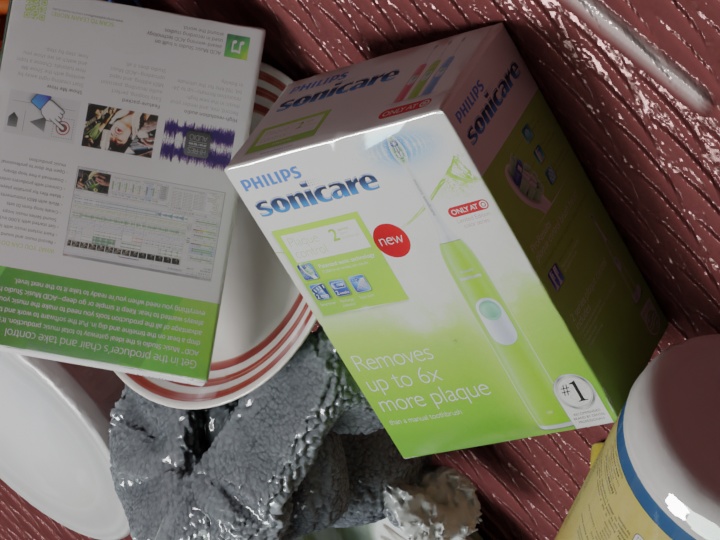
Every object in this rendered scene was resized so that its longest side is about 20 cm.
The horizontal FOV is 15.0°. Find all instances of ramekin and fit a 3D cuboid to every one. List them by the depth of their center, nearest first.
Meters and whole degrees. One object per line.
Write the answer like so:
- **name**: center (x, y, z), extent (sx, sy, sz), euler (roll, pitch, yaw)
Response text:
- **ramekin**: center (-0.204, 0.082, 1.899), extent (0.202, 0.094, 0.203), euler (32, 150, 22)

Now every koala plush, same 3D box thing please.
- **koala plush**: center (-0.032, 0.104, 1.626), extent (0.177, 0.185, 0.199), euler (30, -168, 38)

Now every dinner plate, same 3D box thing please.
- **dinner plate**: center (-0.082, -0.021, 1.544), extent (0.199, 0.202, 0.024), euler (18, -178, 40)

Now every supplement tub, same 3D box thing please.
- **supplement tub**: center (0.175, 0.147, 1.393), extent (0.144, 0.145, 0.201), euler (36, 134, 15)

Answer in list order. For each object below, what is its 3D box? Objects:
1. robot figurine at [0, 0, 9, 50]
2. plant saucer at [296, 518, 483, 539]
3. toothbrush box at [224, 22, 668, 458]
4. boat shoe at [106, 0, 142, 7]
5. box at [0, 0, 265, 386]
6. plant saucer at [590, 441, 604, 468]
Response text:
- **robot figurine**: center (-0.252, -0.137, 1.642), extent (0.144, 0.117, 0.200), euler (52, 163, -9)
- **plant saucer**: center (0.041, 0.198, 1.776), extent (0.199, 0.050, 0.201), euler (33, 149, 23)
- **toothbrush box**: center (0.047, -0.011, 1.423), extent (0.145, 0.086, 0.201), euler (-12, 119, 37)
- **boat shoe**: center (-0.149, -0.077, 1.549), extent (0.084, 0.068, 0.202), euler (-23, 68, 33)
- **box**: center (-0.138, -0.046, 1.498), extent (0.143, 0.202, 0.036), euler (10, 172, -5)
- **plant saucer**: center (0.221, 0.204, 1.550), extent (0.199, 0.048, 0.201), euler (14, 138, 44)
